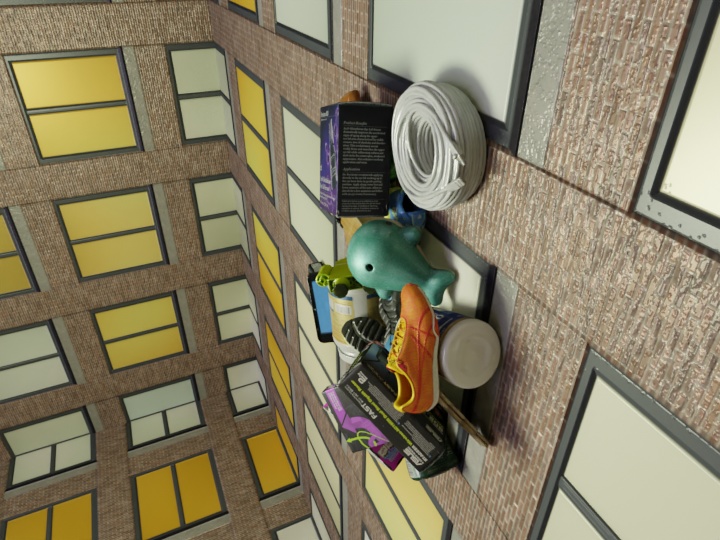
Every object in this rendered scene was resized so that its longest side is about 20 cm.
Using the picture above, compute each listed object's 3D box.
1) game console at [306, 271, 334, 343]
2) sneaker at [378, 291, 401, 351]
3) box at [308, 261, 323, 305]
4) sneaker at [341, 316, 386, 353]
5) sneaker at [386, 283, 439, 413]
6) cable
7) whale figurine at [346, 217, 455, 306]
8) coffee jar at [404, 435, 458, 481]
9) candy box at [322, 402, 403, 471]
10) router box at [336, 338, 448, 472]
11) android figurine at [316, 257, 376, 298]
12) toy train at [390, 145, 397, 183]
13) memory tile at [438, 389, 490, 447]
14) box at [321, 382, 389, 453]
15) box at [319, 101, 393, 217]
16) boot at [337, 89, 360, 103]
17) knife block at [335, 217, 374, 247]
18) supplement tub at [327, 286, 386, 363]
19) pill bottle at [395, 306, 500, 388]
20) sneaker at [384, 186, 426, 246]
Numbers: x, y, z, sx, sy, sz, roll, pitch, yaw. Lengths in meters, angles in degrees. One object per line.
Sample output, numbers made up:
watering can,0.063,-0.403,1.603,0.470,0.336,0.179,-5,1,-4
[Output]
game console,-0.049,0.102,1.365,0.172,0.118,0.202,-164,62,-67
sneaker,0.088,0.093,1.065,0.073,0.081,0.202,-45,37,48
box,-0.107,0.094,1.604,0.200,0.051,0.159,-124,28,-43
sneaker,0.049,0.168,1.102,0.198,0.079,0.091,24,157,11
sneaker,0.078,0.120,0.802,0.073,0.076,0.202,159,109,-68
cable,0.117,-0.197,0.822,0.200,0.069,0.202,139,117,-68
whale figurine,0.065,-0.005,0.922,0.199,0.104,0.160,32,121,9
coffee jar,0.122,0.318,1.073,0.085,0.103,0.202,129,125,-67
candy box,0.035,0.316,1.135,0.200,0.136,0.061,46,161,-10
router box,0.061,0.224,0.896,0.200,0.062,0.150,45,-166,3
android figurine,0.000,0.000,1.092,0.200,0.180,0.041,-71,-30,-67
toy train,0.054,-0.207,1.023,0.057,0.041,0.200,61,156,13
memory tile,0.147,0.233,0.926,0.200,0.017,0.153,48,176,-33
box,0.036,0.268,1.021,0.199,0.036,0.144,-27,93,25
box,-0.013,-0.209,0.976,0.148,0.103,0.202,-144,53,-69
boot,-0.034,-0.287,1.141,0.200,0.076,0.157,-22,84,67
knife block,-0.003,-0.135,1.176,0.200,0.063,0.178,164,92,-69
supplement tub,0.001,0.099,1.193,0.145,0.143,0.202,-142,43,-59
pill bottle,0.139,0.123,0.896,0.200,0.110,0.112,-168,66,-67
sneaker,0.083,-0.064,0.980,0.105,0.075,0.202,163,94,-69
